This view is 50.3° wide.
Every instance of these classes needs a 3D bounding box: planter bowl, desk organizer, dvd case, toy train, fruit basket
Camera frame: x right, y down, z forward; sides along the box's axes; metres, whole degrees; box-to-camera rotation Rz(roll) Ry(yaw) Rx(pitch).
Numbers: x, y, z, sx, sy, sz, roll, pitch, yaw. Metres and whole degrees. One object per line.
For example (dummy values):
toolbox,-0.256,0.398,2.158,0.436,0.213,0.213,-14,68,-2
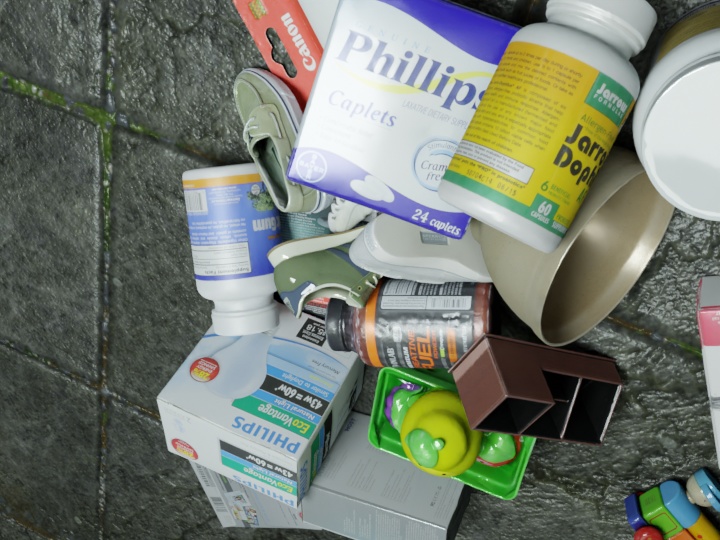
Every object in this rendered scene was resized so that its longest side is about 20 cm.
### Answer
planter bowl,0.196,-0.045,0.760,0.135,0.199,0.201,41,132,34
desk organizer,0.204,0.135,0.844,0.199,0.077,0.072,13,133,-29
dvd case,-0.038,-0.012,0.977,0.145,0.022,0.201,11,122,20
toy train,0.423,0.336,0.924,0.116,0.085,0.200,-39,96,22
fruit basket,0.104,0.196,0.916,0.214,0.216,0.156,19,123,15

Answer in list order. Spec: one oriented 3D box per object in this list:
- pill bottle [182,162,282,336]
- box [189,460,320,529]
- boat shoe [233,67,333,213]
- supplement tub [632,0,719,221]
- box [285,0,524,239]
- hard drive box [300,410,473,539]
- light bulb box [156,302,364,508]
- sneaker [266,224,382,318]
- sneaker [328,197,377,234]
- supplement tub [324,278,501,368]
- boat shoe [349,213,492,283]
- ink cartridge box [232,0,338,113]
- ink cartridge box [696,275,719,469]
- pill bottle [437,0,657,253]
pill bottle,-0.150,-0.027,0.935,0.111,0.112,0.201,-2,100,26
box,-0.164,0.340,1.222,0.199,0.041,0.157,-9,113,30
boat shoe,-0.098,-0.150,0.860,0.201,0.062,0.072,58,134,20
supplement tub,0.304,-0.137,0.633,0.145,0.200,0.146,12,122,19
box,0.047,-0.159,0.734,0.183,0.105,0.201,19,108,0
hard drive box,0.041,0.284,1.023,0.199,0.156,0.077,13,123,20
light bulb box,-0.121,0.160,0.989,0.197,0.200,0.125,20,139,14
sneaker,0.000,0.000,0.873,0.199,0.067,0.090,-13,73,-8
sneaker,0.037,-0.101,0.848,0.081,0.075,0.200,42,120,-1
supplement tub,0.062,0.063,0.906,0.199,0.107,0.108,-1,117,18
boat shoe,0.079,-0.015,0.838,0.068,0.199,0.072,-31,65,51
ink cartridge box,-0.037,-0.263,0.819,0.199,0.050,0.163,-21,106,29
ink cartridge box,0.432,0.105,0.780,0.145,0.085,0.201,-6,113,28
pill bottle,0.153,-0.126,0.619,0.112,0.113,0.201,28,96,9
